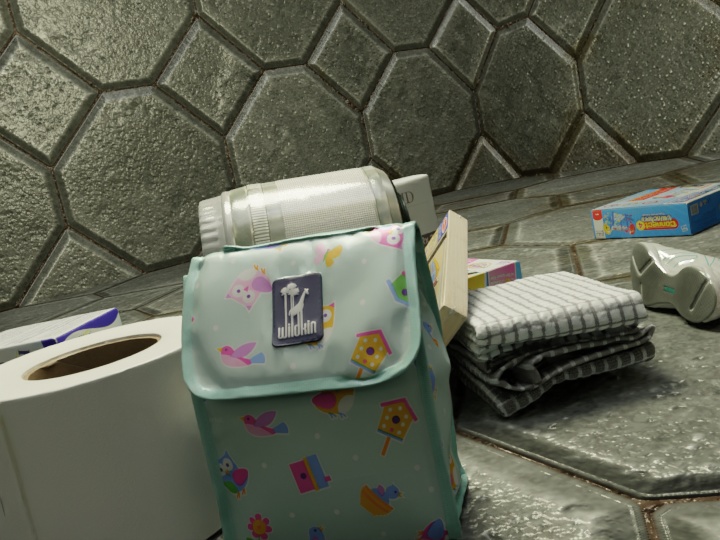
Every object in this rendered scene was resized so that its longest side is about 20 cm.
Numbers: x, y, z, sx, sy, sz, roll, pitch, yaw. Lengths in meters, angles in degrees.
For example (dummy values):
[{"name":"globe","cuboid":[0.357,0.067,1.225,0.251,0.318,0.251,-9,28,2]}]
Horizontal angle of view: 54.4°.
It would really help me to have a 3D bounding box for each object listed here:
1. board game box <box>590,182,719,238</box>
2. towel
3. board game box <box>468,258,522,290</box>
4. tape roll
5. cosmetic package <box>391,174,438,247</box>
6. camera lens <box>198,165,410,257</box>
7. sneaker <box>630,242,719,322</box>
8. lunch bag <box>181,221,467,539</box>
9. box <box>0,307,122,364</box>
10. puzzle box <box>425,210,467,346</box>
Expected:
[{"name":"board game box","cuboid":[0.567,-0.111,1.299,0.197,0.057,0.194,-18,10,-34]},{"name":"towel","cuboid":[0.169,0.063,0.683,0.162,0.087,0.200,-12,7,-7]},{"name":"board game box","cuboid":[0.129,0.026,1.092,0.197,0.041,0.152,-17,10,-26]},{"name":"tape roll","cuboid":[-0.195,0.132,0.557,0.198,0.142,0.203,-12,9,2]},{"name":"cosmetic package","cuboid":[0.000,0.000,0.899,0.163,0.204,0.164,-19,9,-35]},{"name":"camera lens","cuboid":[-0.050,-0.012,0.699,0.196,0.164,0.160,-10,8,-8]},{"name":"sneaker","cuboid":[0.371,0.013,0.791,0.078,0.072,0.200,-4,14,-6]},{"name":"lunch bag","cuboid":[-0.023,0.075,0.473,0.167,0.204,0.122,-9,9,14]},{"name":"box","cuboid":[-0.459,0.139,0.993,0.196,0.107,0.184,-12,8,8]},{"name":"puzzle box","cuboid":[0.065,0.036,0.709,0.025,0.134,0.201,28,28,-7]}]
